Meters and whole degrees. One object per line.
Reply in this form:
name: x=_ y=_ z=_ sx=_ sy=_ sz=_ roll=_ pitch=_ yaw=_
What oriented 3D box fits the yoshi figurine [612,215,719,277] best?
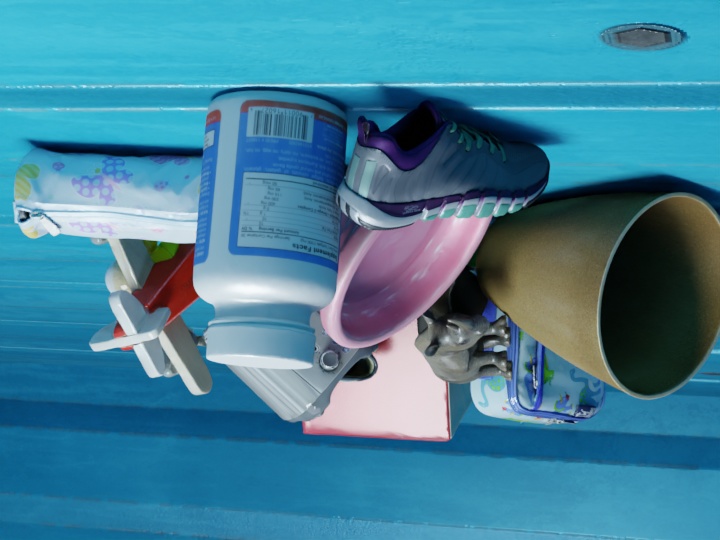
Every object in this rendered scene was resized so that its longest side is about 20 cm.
yoshi figurine: x=0.318 y=0.001 z=1.432 sx=0.200 sy=0.112 sz=0.112 roll=2 pitch=177 yaw=34

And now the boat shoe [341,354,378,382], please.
boat shoe: x=-0.054 y=0.077 z=1.550 sx=0.062 sy=0.075 sz=0.200 roll=22 pitch=172 yaw=39

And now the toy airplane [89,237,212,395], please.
toy airplane: x=-0.211 y=0.019 z=1.474 sx=0.141 sy=0.200 sz=0.199 roll=2 pitch=172 yaw=39

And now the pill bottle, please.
pill bottle: x=-0.071 y=-0.028 z=1.118 sx=0.112 sy=0.200 sz=0.112 roll=4 pitch=171 yaw=1

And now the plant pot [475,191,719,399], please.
plant pot: x=0.208 y=0.005 z=1.359 sx=0.186 sy=0.187 sz=0.200 roll=13 pitch=-178 yaw=-42

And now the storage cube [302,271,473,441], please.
storage cube: x=0.035 y=0.088 z=1.726 sx=0.180 sy=0.200 sz=0.171 roll=2 pitch=-166 yaw=16

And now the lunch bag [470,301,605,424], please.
lunch bag: x=0.192 y=0.066 z=1.578 sx=0.161 sy=0.200 sz=0.082 roll=13 pitch=166 yaw=-41

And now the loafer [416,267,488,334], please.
loafer: x=0.093 y=0.014 z=1.450 sx=0.071 sy=0.073 sz=0.200 roll=5 pitch=161 yaw=5

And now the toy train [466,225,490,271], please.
toy train: x=0.188 y=-0.003 z=1.500 sx=0.200 sy=0.056 sz=0.042 roll=18 pitch=-171 yaw=-13

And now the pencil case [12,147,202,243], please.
pencil case: x=-0.210 y=-0.066 z=1.313 sx=0.200 sy=0.083 sz=0.091 roll=2 pitch=-167 yaw=6

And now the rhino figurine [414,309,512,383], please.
rhino figurine: x=0.096 y=0.070 z=1.389 sx=0.087 sy=0.060 sz=0.200 roll=-2 pitch=167 yaw=9

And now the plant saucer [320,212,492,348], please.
plant saucer: x=0.033 y=-0.025 z=1.250 sx=0.051 sy=0.201 sz=0.200 roll=42 pitch=-172 yaw=24

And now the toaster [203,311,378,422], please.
toaster: x=-0.071 y=0.067 z=1.388 sx=0.129 sy=0.114 sz=0.200 roll=42 pitch=169 yaw=-4

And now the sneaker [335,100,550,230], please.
sneaker: x=0.076 y=-0.089 z=1.114 sx=0.200 sy=0.088 sz=0.074 roll=-15 pitch=-141 yaw=-36
